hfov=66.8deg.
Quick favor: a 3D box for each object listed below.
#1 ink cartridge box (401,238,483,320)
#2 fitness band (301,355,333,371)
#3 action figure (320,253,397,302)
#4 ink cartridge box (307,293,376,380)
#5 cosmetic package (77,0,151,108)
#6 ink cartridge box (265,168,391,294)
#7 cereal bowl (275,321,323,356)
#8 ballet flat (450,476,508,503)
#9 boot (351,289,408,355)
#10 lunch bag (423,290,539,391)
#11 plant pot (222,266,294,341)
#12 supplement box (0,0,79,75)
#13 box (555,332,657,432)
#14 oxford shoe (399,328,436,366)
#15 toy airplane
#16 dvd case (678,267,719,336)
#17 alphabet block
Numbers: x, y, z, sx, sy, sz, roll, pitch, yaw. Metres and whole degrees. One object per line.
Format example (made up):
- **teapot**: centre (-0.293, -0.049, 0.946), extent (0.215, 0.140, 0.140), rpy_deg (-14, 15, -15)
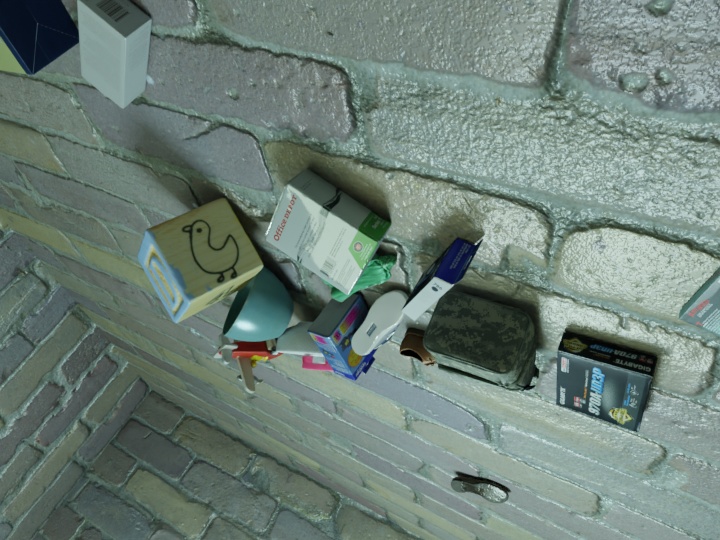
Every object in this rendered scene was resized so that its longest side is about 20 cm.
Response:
- **ink cartridge box**: centre (0.142, 0.011, 0.982), extent (0.039, 0.100, 0.200), rpy_deg (35, 148, -1)
- **fitness band**: centre (-0.078, 0.263, 1.525), extent (0.142, 0.038, 0.198), rpy_deg (13, 167, -38)
- **action figure**: centre (0.000, 0.000, 1.145), extent (0.198, 0.055, 0.119), rpy_deg (-14, 123, 43)
- **ink cartridge box**: centre (-0.025, 0.165, 1.312), extent (0.076, 0.137, 0.201), rpy_deg (14, 144, 38)
- **cosmetic package**: centre (-0.451, -0.406, 1.002), extent (0.101, 0.072, 0.200), rpy_deg (38, 149, -8)
- **ink cartridge box**: centre (-0.064, -0.074, 1.036), extent (0.199, 0.083, 0.147), rpy_deg (34, 127, 2)
- **cereal bowl**: centre (-0.123, 0.182, 1.443), extent (0.196, 0.085, 0.200), rpy_deg (4, 169, 1)
- **ballet flat**: centre (0.381, 0.690, 1.739), extent (0.198, 0.046, 0.069), rpy_deg (-6, 100, 40)
- **boot**: centre (0.059, 0.109, 1.233), extent (0.073, 0.090, 0.200), rpy_deg (52, 125, 17)
- **lunch bag**: centre (0.239, 0.148, 1.052), extent (0.198, 0.141, 0.168), rpy_deg (14, 160, 31)
- **plant pot**: centre (-0.249, 0.100, 1.402), extent (0.134, 0.203, 0.200), rpy_deg (28, 152, -19)
- **supplement box**: centre (-0.687, -0.502, 1.033), extent (0.197, 0.135, 0.201), rpy_deg (16, 145, 27)
- **box**: centre (0.447, 0.208, 1.012), extent (0.157, 0.046, 0.201), rpy_deg (15, 144, 29)
- **oxford shoe**: centre (0.176, 0.186, 1.217), extent (0.198, 0.072, 0.072), rpy_deg (5, 137, 37)
- **toy airplane**: centre (-0.360, 0.259, 1.697), extent (0.198, 0.201, 0.142), rpy_deg (34, 137, 1)
- **dvd case**: centre (0.562, 0.064, 0.732), extent (0.198, 0.022, 0.147), rpy_deg (24, 147, 15)
- **alphabet block**: centre (-0.378, -0.022, 1.281), extent (0.197, 0.199, 0.196), rpy_deg (59, 147, 0)
